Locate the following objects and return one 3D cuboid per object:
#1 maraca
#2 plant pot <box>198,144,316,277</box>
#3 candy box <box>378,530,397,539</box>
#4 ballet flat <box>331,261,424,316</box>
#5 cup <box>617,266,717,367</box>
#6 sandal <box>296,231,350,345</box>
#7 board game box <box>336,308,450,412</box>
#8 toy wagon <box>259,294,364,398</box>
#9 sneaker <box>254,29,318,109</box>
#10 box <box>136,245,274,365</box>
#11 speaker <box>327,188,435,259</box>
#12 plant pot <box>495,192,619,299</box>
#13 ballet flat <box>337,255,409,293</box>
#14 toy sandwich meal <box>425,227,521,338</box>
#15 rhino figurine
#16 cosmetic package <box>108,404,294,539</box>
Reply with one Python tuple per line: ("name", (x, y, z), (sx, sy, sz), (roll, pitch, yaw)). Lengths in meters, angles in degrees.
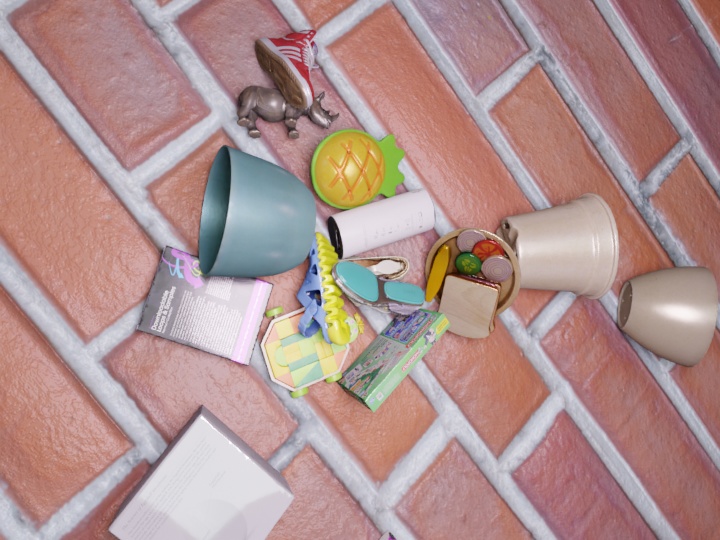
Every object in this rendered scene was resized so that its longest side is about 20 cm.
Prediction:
("maraca", (-0.001, -0.185, 1.004), (0.194, 0.106, 0.143), (-9, 109, -27))
("plant pot", (-0.164, -0.083, 0.902), (0.156, 0.199, 0.209), (9, 82, -27))
("candy box", (0.065, 0.595, 0.973), (0.135, 0.061, 0.203), (-38, 96, -16))
("ballet flat", (0.022, 0.042, 0.969), (0.195, 0.071, 0.075), (18, 79, -29))
("cup", (0.619, 0.083, 1.139), (0.138, 0.200, 0.208), (9, 81, 10))
("sandal", (-0.075, 0.032, 0.942), (0.084, 0.079, 0.207), (-15, 68, 19))
("board game box", (0.055, 0.147, 0.972), (0.200, 0.134, 0.029), (-45, 109, -15))
("toy wagon", (-0.079, 0.125, 0.984), (0.194, 0.039, 0.161), (-19, 91, -18))
("sneaker", (-0.101, -0.361, 0.969), (0.110, 0.073, 0.202), (-21, 53, -21))
("box", (-0.261, 0.061, 0.937), (0.194, 0.036, 0.148), (21, 78, -16))
("speaker", (0.038, -0.087, 1.017), (0.194, 0.081, 0.084), (-19, 90, -18))
("plant pot", (0.366, -0.042, 1.072), (0.176, 0.200, 0.209), (-4, 86, -5))
("ballet flat", (0.000, 0.000, 1.008), (0.193, 0.062, 0.070), (-11, 84, -17))
("toy sandwich meal", (0.201, 0.025, 1.019), (0.206, 0.204, 0.071), (48, 32, -6))
("rhino figurine", (-0.129, -0.290, 0.995), (0.193, 0.060, 0.090), (-3, 66, -19))
("cosmetic package", (-0.244, 0.363, 0.867), (0.200, 0.123, 0.201), (43, 75, -10))
